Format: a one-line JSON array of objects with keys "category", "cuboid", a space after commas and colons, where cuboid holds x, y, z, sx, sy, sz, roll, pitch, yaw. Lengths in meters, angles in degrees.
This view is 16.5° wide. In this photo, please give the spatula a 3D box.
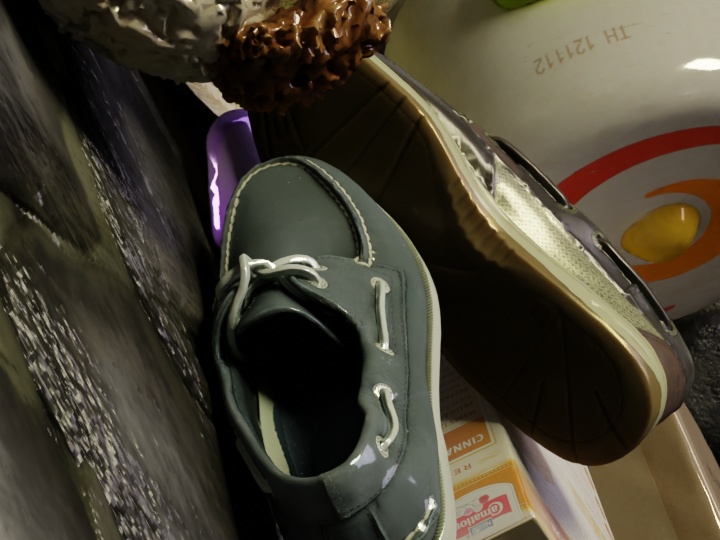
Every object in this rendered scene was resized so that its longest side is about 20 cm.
[{"category": "spatula", "cuboid": [-0.020, 0.026, 0.891, 0.056, 0.021, 0.200, 13, 47, -35]}]

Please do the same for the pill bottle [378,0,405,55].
[{"category": "pill bottle", "cuboid": [0.047, -0.181, 1.107, 0.200, 0.114, 0.114, -52, -127, 49]}]

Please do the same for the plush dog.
[{"category": "plush dog", "cuboid": [-0.069, -0.133, 0.832, 0.200, 0.160, 0.172, 32, 34, -16]}]

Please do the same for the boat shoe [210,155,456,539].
[{"category": "boat shoe", "cuboid": [-0.014, 0.020, 0.809, 0.200, 0.073, 0.062, -103, 167, -47]}]

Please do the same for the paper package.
[{"category": "paper package", "cuboid": [0.171, 0.157, 1.467, 0.191, 0.103, 0.200, 67, 8, 25]}]

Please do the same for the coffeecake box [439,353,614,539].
[{"category": "coffeecake box", "cuboid": [0.044, 0.087, 0.964, 0.154, 0.073, 0.200, 56, 11, -38]}]

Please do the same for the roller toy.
[{"category": "roller toy", "cuboid": [0.113, -0.062, 1.074, 0.200, 0.182, 0.140, 11, 48, -37]}]

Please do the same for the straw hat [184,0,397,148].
[{"category": "straw hat", "cuboid": [-0.021, -0.131, 1.007, 0.201, 0.085, 0.201, 41, 23, -22]}]

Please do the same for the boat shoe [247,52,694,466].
[{"category": "boat shoe", "cuboid": [0.039, -0.012, 0.902, 0.200, 0.073, 0.065, 49, 29, 15]}]
